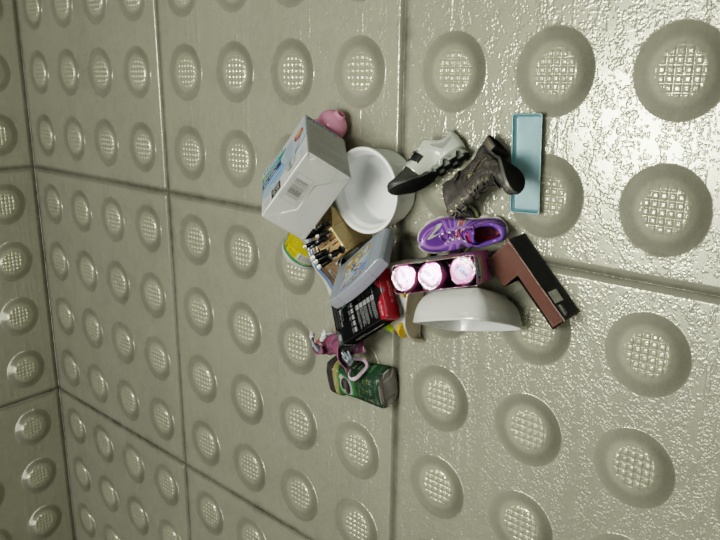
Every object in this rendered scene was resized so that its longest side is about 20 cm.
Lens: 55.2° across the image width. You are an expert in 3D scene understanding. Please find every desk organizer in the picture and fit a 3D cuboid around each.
[{"bbox_3d":[0.358,0.031,1.441,0.077,0.071,0.202,-45,70,41],"label":"desk organizer"}]

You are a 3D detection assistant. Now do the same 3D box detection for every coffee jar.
[{"bbox_3d":[0.000,0.288,1.816,0.197,0.085,0.106,9,118,40],"label":"coffee jar"}]

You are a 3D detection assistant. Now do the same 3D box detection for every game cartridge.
[{"bbox_3d":[0.000,0.000,1.610,0.041,0.134,0.200,38,127,-15],"label":"game cartridge"}]

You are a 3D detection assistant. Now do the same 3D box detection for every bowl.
[{"bbox_3d":[0.234,0.086,1.495,0.197,0.198,0.076,-4,78,42],"label":"bowl"}]

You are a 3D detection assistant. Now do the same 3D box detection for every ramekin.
[{"bbox_3d":[0.038,-0.196,1.652,0.198,0.097,0.205,13,110,39],"label":"ramekin"}]

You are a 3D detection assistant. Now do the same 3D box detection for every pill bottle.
[{"bbox_3d":[-0.119,-0.107,1.805,0.113,0.112,0.201,53,130,18],"label":"pill bottle"}]

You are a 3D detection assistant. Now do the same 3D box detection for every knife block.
[{"bbox_3d":[-0.053,-0.056,1.663,0.064,0.198,0.178,-33,45,30],"label":"knife block"}]

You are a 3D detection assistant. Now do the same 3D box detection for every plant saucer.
[{"bbox_3d":[0.344,-0.220,1.425,0.069,0.019,0.205,10,108,40],"label":"plant saucer"}]

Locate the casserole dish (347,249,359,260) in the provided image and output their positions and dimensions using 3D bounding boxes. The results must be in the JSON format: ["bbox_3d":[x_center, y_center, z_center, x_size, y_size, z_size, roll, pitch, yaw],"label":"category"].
[{"bbox_3d":[-0.005,0.042,1.792,0.120,0.038,0.203,35,123,31],"label":"casserole dish"}]

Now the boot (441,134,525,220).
[{"bbox_3d":[0.248,-0.170,1.440,0.174,0.068,0.202,-48,31,26],"label":"boot"}]

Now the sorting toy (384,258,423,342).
[{"bbox_3d":[0.068,0.067,1.688,0.178,0.106,0.204,18,112,39],"label":"sorting toy"}]

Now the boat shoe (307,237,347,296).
[{"bbox_3d":[-0.066,-0.007,1.750,0.071,0.073,0.202,-18,114,23],"label":"boat shoe"}]

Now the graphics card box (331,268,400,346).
[{"bbox_3d":[0.008,0.090,1.651,0.199,0.050,0.128,-36,59,43],"label":"graphics card box"}]

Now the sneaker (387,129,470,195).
[{"bbox_3d":[0.139,-0.241,1.533,0.197,0.074,0.090,-28,71,4],"label":"sneaker"}]

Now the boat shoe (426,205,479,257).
[{"bbox_3d":[0.202,-0.056,1.561,0.073,0.064,0.202,42,124,28],"label":"boat shoe"}]

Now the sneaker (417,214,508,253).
[{"bbox_3d":[0.217,-0.081,1.479,0.196,0.083,0.082,-9,98,13],"label":"sneaker"}]

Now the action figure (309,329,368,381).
[{"bbox_3d":[-0.053,0.193,1.817,0.151,0.133,0.199,59,152,-10],"label":"action figure"}]

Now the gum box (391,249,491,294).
[{"bbox_3d":[0.172,0.004,1.491,0.196,0.113,0.068,-7,94,28],"label":"gum box"}]

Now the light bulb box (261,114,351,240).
[{"bbox_3d":[-0.131,-0.220,1.615,0.199,0.124,0.202,-49,28,24],"label":"light bulb box"}]

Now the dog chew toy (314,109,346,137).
[{"bbox_3d":[-0.107,-0.323,1.741,0.200,0.124,0.125,-47,70,30],"label":"dog chew toy"}]
